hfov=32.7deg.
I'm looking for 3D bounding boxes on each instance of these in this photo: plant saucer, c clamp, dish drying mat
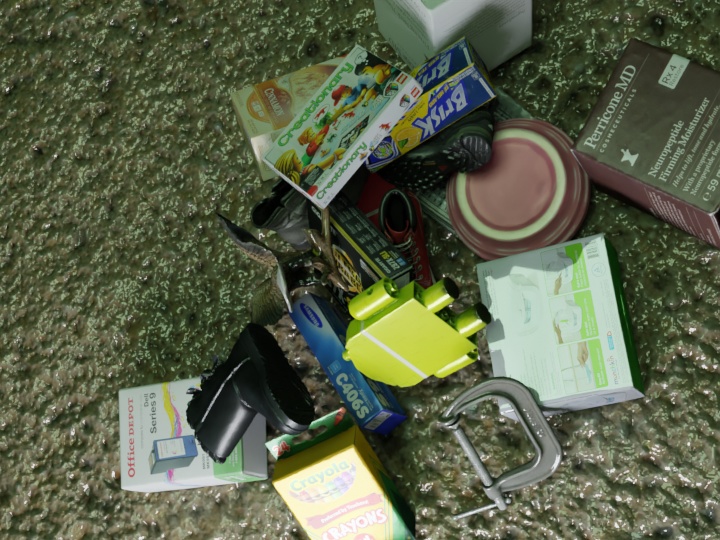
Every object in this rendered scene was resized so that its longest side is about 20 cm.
[{"bbox_3d":[0.205,-0.109,1.635,0.198,0.051,0.203,-4,78,21],"label":"plant saucer"},{"bbox_3d":[0.162,0.225,1.539,0.169,0.201,0.027,-19,28,14],"label":"c clamp"},{"bbox_3d":[0.054,-0.149,1.721,0.076,0.018,0.202,25,95,31],"label":"dish drying mat"}]

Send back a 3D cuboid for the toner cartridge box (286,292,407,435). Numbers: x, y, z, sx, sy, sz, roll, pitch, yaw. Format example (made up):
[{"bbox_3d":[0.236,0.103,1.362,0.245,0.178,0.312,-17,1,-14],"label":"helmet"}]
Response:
[{"bbox_3d":[-0.018,0.127,1.672,0.043,0.095,0.201,-38,66,9],"label":"toner cartridge box"}]

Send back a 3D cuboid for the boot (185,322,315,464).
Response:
[{"bbox_3d":[-0.150,0.184,1.595,0.163,0.073,0.199,-52,45,20],"label":"boot"}]

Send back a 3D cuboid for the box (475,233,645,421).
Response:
[{"bbox_3d":[0.253,0.076,1.569,0.175,0.097,0.202,-15,72,19],"label":"box"}]

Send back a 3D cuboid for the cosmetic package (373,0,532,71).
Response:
[{"bbox_3d":[0.122,-0.377,1.659,0.165,0.201,0.168,-33,63,-9],"label":"cosmetic package"}]

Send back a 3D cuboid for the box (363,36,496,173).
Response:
[{"bbox_3d":[0.076,-0.216,1.607,0.199,0.064,0.070,-31,39,18],"label":"box"}]

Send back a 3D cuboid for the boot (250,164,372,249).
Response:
[{"bbox_3d":[-0.057,-0.117,1.729,0.200,0.131,0.068,-47,63,5],"label":"boot"}]

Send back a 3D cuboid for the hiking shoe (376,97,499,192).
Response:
[{"bbox_3d":[0.103,-0.172,1.657,0.199,0.076,0.101,-10,45,39],"label":"hiking shoe"}]

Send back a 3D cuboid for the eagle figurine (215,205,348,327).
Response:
[{"bbox_3d":[-0.111,-0.003,1.636,0.198,0.151,0.153,-5,65,34],"label":"eagle figurine"}]

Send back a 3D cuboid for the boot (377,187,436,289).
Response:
[{"bbox_3d":[0.059,-0.007,1.631,0.072,0.144,0.203,-8,90,6],"label":"boot"}]

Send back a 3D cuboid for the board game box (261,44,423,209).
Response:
[{"bbox_3d":[-0.025,-0.188,1.586,0.200,0.035,0.126,-50,47,-3],"label":"board game box"}]

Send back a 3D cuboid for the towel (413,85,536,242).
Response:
[{"bbox_3d":[0.163,-0.149,1.698,0.192,0.035,0.201,40,94,26],"label":"towel"}]

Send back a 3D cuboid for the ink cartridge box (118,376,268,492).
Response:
[{"bbox_3d":[-0.239,0.232,1.744,0.198,0.087,0.147,-10,74,22],"label":"ink cartridge box"}]

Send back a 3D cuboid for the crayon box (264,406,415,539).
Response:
[{"bbox_3d":[-0.028,0.287,1.592,0.126,0.051,0.201,-26,111,15],"label":"crayon box"}]

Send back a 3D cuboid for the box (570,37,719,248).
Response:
[{"bbox_3d":[0.399,-0.155,1.527,0.199,0.164,0.167,29,89,26],"label":"box"}]

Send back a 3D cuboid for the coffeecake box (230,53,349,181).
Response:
[{"bbox_3d":[-0.067,-0.220,1.719,0.198,0.074,0.154,-19,35,-7],"label":"coffeecake box"}]

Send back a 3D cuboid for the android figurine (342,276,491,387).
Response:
[{"bbox_3d":[0.063,0.082,1.556,0.199,0.181,0.041,-35,34,34],"label":"android figurine"}]

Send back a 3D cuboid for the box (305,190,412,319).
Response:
[{"bbox_3d":[0.000,0.000,1.643,0.049,0.161,0.200,-27,51,-19],"label":"box"}]
